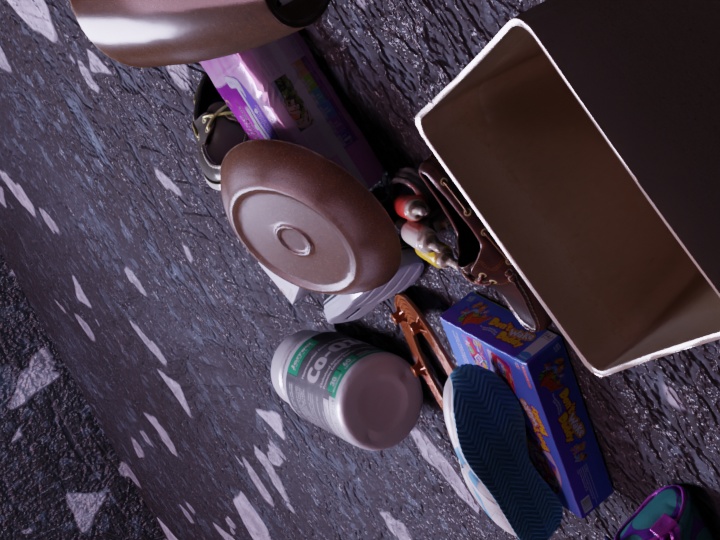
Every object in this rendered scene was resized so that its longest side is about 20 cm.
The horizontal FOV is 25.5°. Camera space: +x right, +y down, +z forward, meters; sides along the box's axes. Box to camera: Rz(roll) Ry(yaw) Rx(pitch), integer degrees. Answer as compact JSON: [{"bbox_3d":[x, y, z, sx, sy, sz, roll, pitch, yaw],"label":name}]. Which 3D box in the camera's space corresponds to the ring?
[{"bbox_3d":[0.081,0.116,1.666,0.201,0.019,0.201,60,171,15],"label":"ring"}]

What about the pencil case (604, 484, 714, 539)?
[{"bbox_3d":[0.304,0.294,1.411,0.201,0.085,0.092,56,-173,-7],"label":"pencil case"}]

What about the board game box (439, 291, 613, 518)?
[{"bbox_3d":[0.160,0.129,1.531,0.134,0.045,0.201,29,149,51],"label":"board game box"}]

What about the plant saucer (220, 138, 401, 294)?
[{"bbox_3d":[-0.056,-0.040,1.523,0.199,0.037,0.201,22,146,16],"label":"plant saucer"}]

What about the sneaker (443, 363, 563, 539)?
[{"bbox_3d":[0.121,0.173,1.517,0.081,0.076,0.201,24,143,58],"label":"sneaker"}]

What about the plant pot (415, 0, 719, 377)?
[{"bbox_3d":[0.180,-0.080,0.934,0.200,0.177,0.200,54,161,0],"label":"plant pot"}]

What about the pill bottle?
[{"bbox_3d":[-0.022,0.134,1.862,0.200,0.113,0.114,16,138,60],"label":"pill bottle"}]

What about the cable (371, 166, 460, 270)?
[{"bbox_3d":[0.029,-0.055,1.519,0.200,0.050,0.098,14,140,60],"label":"cable"}]

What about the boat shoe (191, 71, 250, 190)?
[{"bbox_3d":[-0.141,-0.148,1.642,0.202,0.072,0.061,-102,-12,-60],"label":"boat shoe"}]

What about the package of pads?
[{"bbox_3d":[-0.068,-0.151,1.548,0.201,0.075,0.120,56,159,-7],"label":"package of pads"}]

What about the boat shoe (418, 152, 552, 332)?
[{"bbox_3d":[0.109,-0.024,1.361,0.070,0.070,0.201,16,139,59],"label":"boat shoe"}]

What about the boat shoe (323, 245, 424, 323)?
[{"bbox_3d":[0.000,0.000,1.649,0.200,0.072,0.071,-35,70,61],"label":"boat shoe"}]

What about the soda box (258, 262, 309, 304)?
[{"bbox_3d":[-0.060,-0.034,1.744,0.068,0.063,0.200,51,161,10],"label":"soda box"}]

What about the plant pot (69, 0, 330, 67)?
[{"bbox_3d":[-0.123,-0.263,1.376,0.199,0.187,0.188,12,137,42],"label":"plant pot"}]
